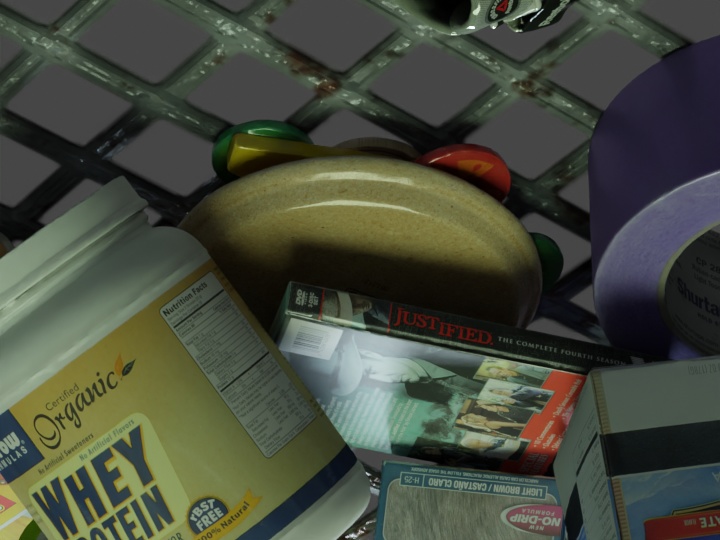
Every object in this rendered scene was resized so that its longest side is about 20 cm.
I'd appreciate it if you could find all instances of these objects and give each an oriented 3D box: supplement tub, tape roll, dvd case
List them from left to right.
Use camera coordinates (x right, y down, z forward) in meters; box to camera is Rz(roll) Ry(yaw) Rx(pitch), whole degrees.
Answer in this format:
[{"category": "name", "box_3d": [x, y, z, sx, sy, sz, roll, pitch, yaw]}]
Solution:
[{"category": "supplement tub", "box_3d": [-0.105, 0.070, 1.444, 0.144, 0.144, 0.200, -35, 92, 37]}, {"category": "dvd case", "box_3d": [0.048, 0.062, 1.509, 0.199, 0.022, 0.146, 10, 154, -6]}, {"category": "tape roll", "box_3d": [0.210, -0.023, 1.456, 0.199, 0.085, 0.200, 1, 141, 1]}]

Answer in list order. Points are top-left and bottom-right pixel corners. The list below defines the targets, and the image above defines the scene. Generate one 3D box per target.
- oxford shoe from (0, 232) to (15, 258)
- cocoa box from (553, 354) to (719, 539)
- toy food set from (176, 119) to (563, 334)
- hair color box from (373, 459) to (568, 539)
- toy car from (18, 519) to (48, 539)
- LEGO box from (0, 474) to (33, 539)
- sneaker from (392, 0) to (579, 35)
[{"category": "oxford shoe", "box_3d": [-0.145, 0.044, 1.570, 0.058, 0.075, 0.200, -48, 131, 1]}, {"category": "cocoa box", "box_3d": [0.206, 0.120, 1.441, 0.199, 0.132, 0.133, -6, 156, -6]}, {"category": "toy food set", "box_3d": [0.000, 0.000, 1.519, 0.199, 0.049, 0.198, 10, 141, -10]}, {"category": "hair color box", "box_3d": [0.072, 0.149, 1.623, 0.100, 0.061, 0.200, 5, 170, 10]}, {"category": "toy car", "box_3d": [-0.078, 0.221, 1.561, 0.158, 0.200, 0.164, -27, 131, 15]}, {"category": "LEGO box", "box_3d": [-0.167, 0.144, 1.683, 0.200, 0.077, 0.149, 31, 134, -32]}, {"category": "sneaker", "box_3d": [0.070, -0.134, 1.317, 0.199, 0.089, 0.074, 5, 140, -7]}]
